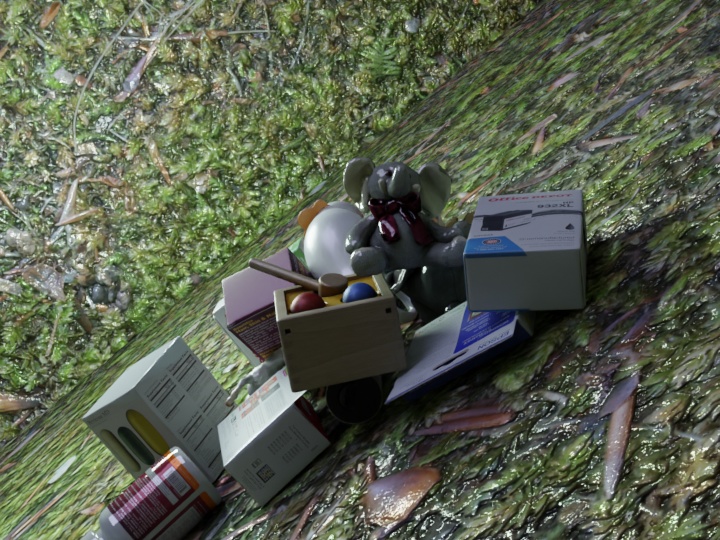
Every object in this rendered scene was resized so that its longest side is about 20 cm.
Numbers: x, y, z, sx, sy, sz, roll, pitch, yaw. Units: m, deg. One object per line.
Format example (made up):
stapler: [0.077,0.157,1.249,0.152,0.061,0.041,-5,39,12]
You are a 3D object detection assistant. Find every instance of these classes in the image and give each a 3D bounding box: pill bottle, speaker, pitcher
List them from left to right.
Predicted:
pill bottle: [-0.308,0.362,1.582,0.200,0.110,0.109,-42,13,-15]
speaker: [-0.007,0.144,1.561,0.081,0.081,0.200,-36,12,11]
pitcher: [0.000,0.000,1.737,0.122,0.171,0.201,-52,38,25]

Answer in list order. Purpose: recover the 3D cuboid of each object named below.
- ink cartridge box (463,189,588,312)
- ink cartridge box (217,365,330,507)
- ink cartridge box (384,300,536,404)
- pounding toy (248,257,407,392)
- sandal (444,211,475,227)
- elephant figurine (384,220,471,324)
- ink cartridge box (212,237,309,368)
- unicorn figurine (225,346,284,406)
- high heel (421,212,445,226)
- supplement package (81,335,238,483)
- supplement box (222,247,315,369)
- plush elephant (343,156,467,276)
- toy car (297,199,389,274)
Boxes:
ink cartridge box: [0.215,-0.028,1.393,0.144,0.084,0.200,-3,24,14]
ink cartridge box: [-0.112,0.222,1.564,0.175,0.084,0.200,-42,13,-2]
ink cartridge box: [0.138,0.095,1.409,0.197,0.047,0.200,-31,16,26]
pounding toy: [-0.050,0.056,1.481,0.182,0.144,0.200,-11,15,-3]
sandal: [0.147,-0.017,1.748,0.080,0.054,0.200,-8,35,41]
elephant figurine: [0.098,0.010,1.632,0.199,0.143,0.155,-15,11,47]
ink cartridge box: [-0.139,0.063,1.924,0.199,0.145,0.084,-37,12,11]
unicorn figurine: [-0.155,0.189,1.721,0.138,0.074,0.200,-51,1,-34]
high heel: [0.106,-0.044,1.926,0.142,0.072,0.199,-42,19,-29]
supplement package: [-0.314,0.249,1.785,0.151,0.200,0.151,-30,15,36]
supplement box: [-0.117,0.078,1.756,0.130,0.200,0.104,-25,49,13]
plush elephant: [0.053,-0.081,1.473,0.163,0.157,0.200,-5,4,-6]
toy car: [-0.019,-0.048,1.898,0.185,0.198,0.178,-73,4,-60]
